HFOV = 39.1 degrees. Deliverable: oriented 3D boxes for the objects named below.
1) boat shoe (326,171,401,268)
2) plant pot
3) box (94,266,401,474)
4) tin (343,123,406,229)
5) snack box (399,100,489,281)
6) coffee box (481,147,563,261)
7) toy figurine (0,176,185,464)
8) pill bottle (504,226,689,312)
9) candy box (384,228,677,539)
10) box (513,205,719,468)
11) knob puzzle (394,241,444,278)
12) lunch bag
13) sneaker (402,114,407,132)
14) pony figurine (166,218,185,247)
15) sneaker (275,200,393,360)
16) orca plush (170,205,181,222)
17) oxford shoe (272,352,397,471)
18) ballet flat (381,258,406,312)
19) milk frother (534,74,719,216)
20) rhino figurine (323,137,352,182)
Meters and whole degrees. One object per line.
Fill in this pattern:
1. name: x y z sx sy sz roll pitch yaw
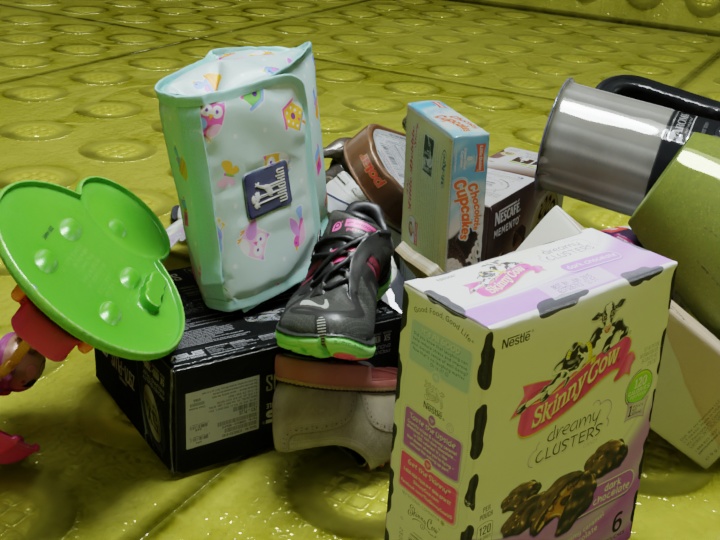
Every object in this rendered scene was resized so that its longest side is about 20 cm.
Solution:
1. boat shoe: 0.022 -0.069 1.113 0.086 0.075 0.201 -48 32 -5
2. plant pot: 0.327 -0.018 0.831 0.199 0.188 0.187 37 31 9
3. box: -0.092 0.061 0.806 0.197 0.088 0.163 -12 27 -32
4. tin: 0.051 -0.095 1.071 0.042 0.113 0.199 -32 -14 22
5. snack box: 0.073 -0.040 0.920 0.036 0.203 0.116 -6 24 -17
6. coffee box: 0.139 -0.048 1.062 0.079 0.115 0.199 16 26 29
7. toy figurine: -0.231 0.046 0.710 0.150 0.184 0.201 40 20 -16
8. pill bottle: 0.215 0.022 0.911 0.197 0.113 0.111 -13 28 -34
9. candy box: 0.101 0.092 0.615 0.166 0.204 0.071 -15 28 -36
10. box: 0.201 0.050 0.756 0.199 0.078 0.095 35 14 -22
11. knob puzzle: 0.104 0.044 0.792 0.220 0.030 0.220 45 0 0
12. lunch bag: -0.091 -0.080 0.805 0.120 0.173 0.200 -2 21 8
13. sneaker: 0.076 -0.117 1.216 0.087 0.078 0.202 -17 50 -8
14. pony figurine: -0.117 -0.073 1.031 0.165 0.203 0.192 27 47 31
15. sneaker: -0.016 0.003 0.733 0.075 0.085 0.201 5 23 4
16. orca plush: -0.166 -0.081 1.196 0.071 0.105 0.200 45 6 -19
17. oxford shoe: 0.019 0.110 0.749 0.197 0.076 0.070 12 -4 -28
18. ballet flat: 0.000 0.000 0.981 0.072 0.074 0.200 -3 23 -15
19. milk frother: 0.281 -0.080 1.026 0.186 0.203 0.180 20 30 19
20. rhino figurine: 0.034 -0.127 1.301 0.197 0.061 0.087 16 28 24
